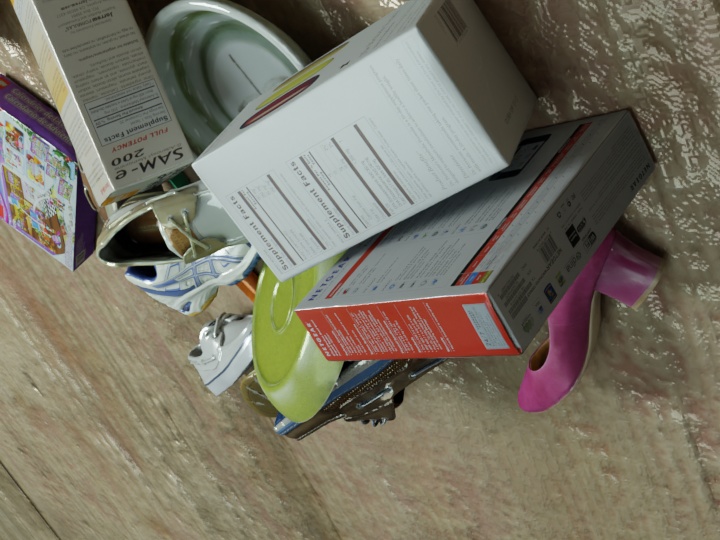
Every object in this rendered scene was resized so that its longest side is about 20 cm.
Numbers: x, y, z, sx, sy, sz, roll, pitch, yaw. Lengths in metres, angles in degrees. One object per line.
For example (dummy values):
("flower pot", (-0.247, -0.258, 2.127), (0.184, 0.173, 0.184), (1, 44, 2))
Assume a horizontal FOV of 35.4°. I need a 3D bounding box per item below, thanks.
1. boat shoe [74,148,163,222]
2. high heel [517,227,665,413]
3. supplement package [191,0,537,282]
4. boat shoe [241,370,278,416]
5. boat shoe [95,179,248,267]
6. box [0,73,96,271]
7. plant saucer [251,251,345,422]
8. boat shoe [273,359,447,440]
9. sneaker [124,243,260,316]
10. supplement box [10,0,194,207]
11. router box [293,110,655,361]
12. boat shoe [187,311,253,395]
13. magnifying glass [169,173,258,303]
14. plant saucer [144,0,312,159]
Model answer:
("boat shoe", (-0.241, -0.124, 1.061), (0.072, 0.076, 0.200), (21, 126, 37))
("high heel", (0.145, 0.035, 0.873), (0.096, 0.067, 0.200), (28, 139, -1))
("supplement package", (0.003, -0.096, 0.786), (0.200, 0.114, 0.110), (-26, 109, 31))
("boat shoe", (-0.026, 0.084, 1.086), (0.200, 0.065, 0.073), (-16, 118, 28))
("boat shoe", (-0.142, -0.038, 0.964), (0.200, 0.068, 0.075), (-15, 116, 34))
("box", (-0.350, -0.102, 1.228), (0.137, 0.039, 0.200), (35, 144, 8))
("plant saucer", (-0.055, 0.029, 0.970), (0.031, 0.200, 0.200), (11, 152, -22))
("boat shoe", (0.006, 0.101, 0.993), (0.072, 0.072, 0.200), (42, 120, -16))
("sneaker", (-0.153, -0.024, 1.055), (0.088, 0.075, 0.200), (25, 136, -24))
("supplement box", (-0.216, -0.161, 0.933), (0.200, 0.073, 0.126), (68, 162, -5))
("router box", (0.078, -0.023, 0.771), (0.179, 0.200, 0.049), (-6, 123, 48))
("boat shoe", (-0.140, 0.079, 1.191), (0.065, 0.074, 0.200), (43, 146, -3))
("magnifying glass", (-0.160, -0.039, 1.135), (0.200, 0.022, 0.080), (48, 144, -6))
("plant saucer", (-0.087, -0.142, 0.928), (0.200, 0.050, 0.200), (25, 141, 21))
